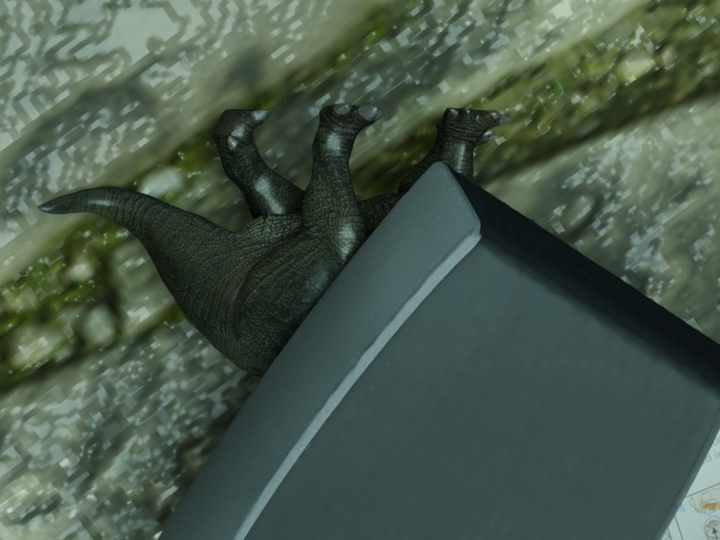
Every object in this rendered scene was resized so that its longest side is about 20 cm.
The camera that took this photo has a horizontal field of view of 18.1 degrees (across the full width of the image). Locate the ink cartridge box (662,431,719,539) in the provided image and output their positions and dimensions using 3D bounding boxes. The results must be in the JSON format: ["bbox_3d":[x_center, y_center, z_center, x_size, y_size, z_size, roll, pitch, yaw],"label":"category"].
[{"bbox_3d":[0.084,0.148,0.768,0.161,0.050,0.200,-21,97,-9],"label":"ink cartridge box"}]

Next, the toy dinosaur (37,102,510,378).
[{"bbox_3d":[0.000,0.000,0.718,0.199,0.077,0.103,2,88,-16],"label":"toy dinosaur"}]

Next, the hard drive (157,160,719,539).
[{"bbox_3d":[0.019,0.083,0.692,0.135,0.042,0.200,33,97,-15],"label":"hard drive"}]
